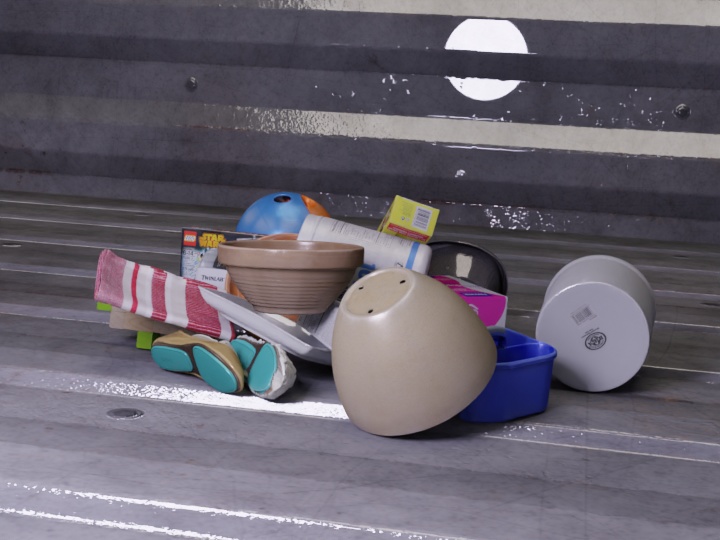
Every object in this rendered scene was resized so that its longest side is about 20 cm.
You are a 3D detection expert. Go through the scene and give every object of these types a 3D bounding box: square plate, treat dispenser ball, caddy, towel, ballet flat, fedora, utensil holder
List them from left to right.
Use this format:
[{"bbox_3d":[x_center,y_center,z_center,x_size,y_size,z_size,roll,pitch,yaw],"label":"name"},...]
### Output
[{"bbox_3d":[-0.274,0.035,1.574,0.199,0.023,0.144,19,20,-19],"label":"towel"},{"bbox_3d":[-0.203,0.111,1.487,0.063,0.069,0.200,-32,30,-35],"label":"ballet flat"},{"bbox_3d":[-0.119,0.126,1.470,0.072,0.072,0.200,0,10,-22],"label":"ballet flat"},{"bbox_3d":[-0.111,0.086,1.576,0.200,0.029,0.198,26,1,24],"label":"square plate"},{"bbox_3d":[-0.143,-0.049,2.140,0.200,0.202,0.201,3,9,0],"label":"treat dispenser ball"},{"bbox_3d":[0.160,0.035,1.972,0.199,0.177,0.090,-10,34,31],"label":"fedora"},{"bbox_3d":[0.163,0.123,1.440,0.141,0.105,0.200,13,13,44],"label":"caddy"},{"bbox_3d":[0.343,0.076,1.632,0.169,0.171,0.200,5,12,13],"label":"utensil holder"}]

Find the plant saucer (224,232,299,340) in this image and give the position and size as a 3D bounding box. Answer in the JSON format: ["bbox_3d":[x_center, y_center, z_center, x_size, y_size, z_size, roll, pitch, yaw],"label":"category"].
[{"bbox_3d":[-0.115,0.034,1.779,0.199,0.201,0.037,3,-29,-4],"label":"plant saucer"}]

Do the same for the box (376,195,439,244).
[{"bbox_3d":[0.064,-0.052,1.784,0.075,0.050,0.200,19,-22,-6],"label":"box"}]

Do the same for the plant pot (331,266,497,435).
[{"bbox_3d":[0.045,0.075,1.321,0.200,0.135,0.201,-20,30,12],"label":"plant pot"}]

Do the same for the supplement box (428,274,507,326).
[{"bbox_3d":[0.139,0.072,1.791,0.101,0.104,0.200,1,11,-25],"label":"supplement box"}]

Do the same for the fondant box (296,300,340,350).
[{"bbox_3d":[0.007,0.095,1.581,0.144,0.058,0.200,24,2,-21],"label":"fondant box"}]

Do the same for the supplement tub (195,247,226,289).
[{"bbox_3d":[-0.167,0.029,1.881,0.199,0.123,0.123,6,9,17],"label":"supplement tub"}]

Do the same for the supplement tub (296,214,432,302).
[{"bbox_3d":[0.000,0.000,1.712,0.199,0.132,0.132,15,10,5],"label":"supplement tub"}]

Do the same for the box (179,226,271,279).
[{"bbox_3d":[-0.230,-0.002,2.012,0.199,0.137,0.040,6,6,21],"label":"box"}]

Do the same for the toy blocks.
[{"bbox_3d":[-0.282,0.072,1.718,0.199,0.100,0.137,6,-2,20],"label":"toy blocks"}]

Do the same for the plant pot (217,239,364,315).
[{"bbox_3d":[-0.096,0.009,1.532,0.200,0.093,0.201,2,6,0],"label":"plant pot"}]
